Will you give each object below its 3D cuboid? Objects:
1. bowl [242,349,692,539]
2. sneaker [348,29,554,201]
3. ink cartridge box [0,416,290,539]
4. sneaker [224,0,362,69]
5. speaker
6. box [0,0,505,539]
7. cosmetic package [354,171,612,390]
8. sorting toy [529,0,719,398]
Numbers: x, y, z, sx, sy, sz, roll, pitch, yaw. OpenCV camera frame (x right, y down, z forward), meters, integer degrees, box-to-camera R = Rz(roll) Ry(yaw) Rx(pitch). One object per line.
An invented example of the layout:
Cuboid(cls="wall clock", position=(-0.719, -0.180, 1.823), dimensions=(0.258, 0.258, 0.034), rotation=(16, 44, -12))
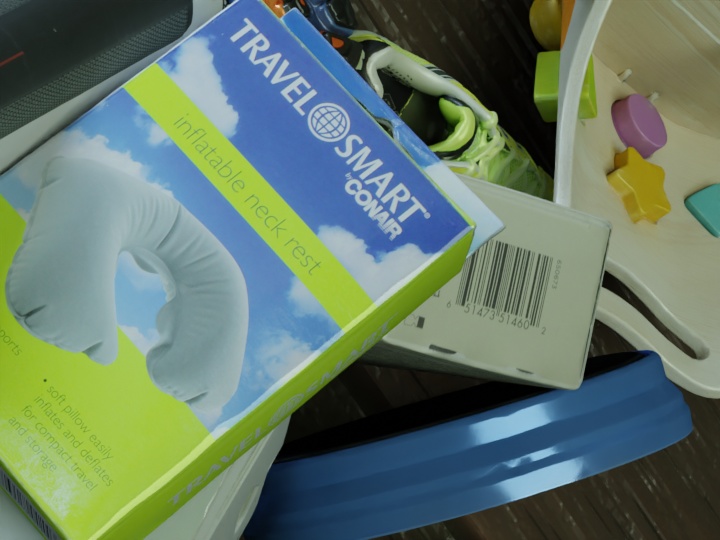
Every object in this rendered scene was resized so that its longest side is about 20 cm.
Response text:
Cuboid(cls="bowl", position=(0.042, 0.076, 1.031), dimensions=(0.200, 0.200, 0.040), rotation=(-16, 90, -32))
Cuboid(cls="sneaker", position=(0.041, -0.043, 1.094), dimensions=(0.200, 0.076, 0.076), rotation=(30, 75, -32))
Cuboid(cls="ink cartridge box", position=(-0.139, 0.061, 0.886), dimensions=(0.200, 0.145, 0.145), rotation=(26, 69, 4))
Cuboid(cls="sneaker", position=(-0.080, -0.154, 1.010), dimensions=(0.200, 0.078, 0.075), rotation=(63, 27, -1))
Cuboid(cls="speaker", position=(-0.137, -0.069, 0.820), dimensions=(0.200, 0.081, 0.081), rotation=(-36, 112, -46))
Cuboid(cls="box", position=(-0.056, -0.004, 0.817), dimensions=(0.200, 0.048, 0.122), rotation=(-39, 79, -19))
Cuboid(cls="cosmetic package", position=(0.000, 0.000, 0.996), dimensions=(0.103, 0.200, 0.073), rotation=(16, 84, -34))
Cuboid(cls="sorting toy", position=(0.141, -0.041, 1.106), dimensions=(0.200, 0.107, 0.180), rotation=(37, 49, -29))
